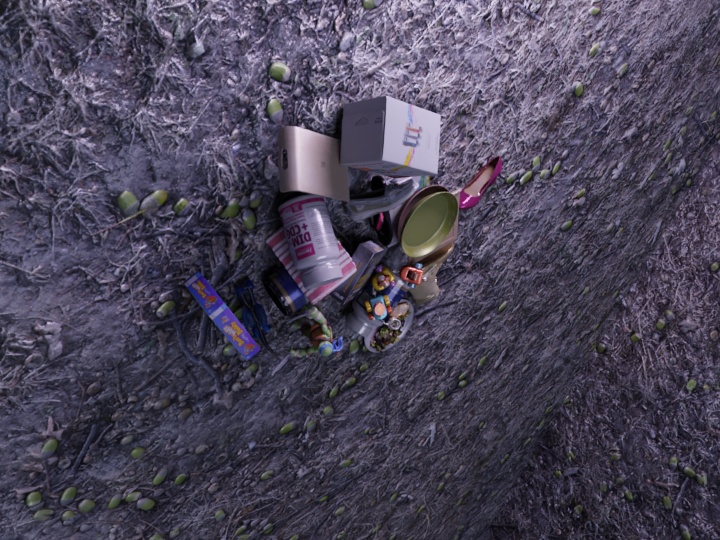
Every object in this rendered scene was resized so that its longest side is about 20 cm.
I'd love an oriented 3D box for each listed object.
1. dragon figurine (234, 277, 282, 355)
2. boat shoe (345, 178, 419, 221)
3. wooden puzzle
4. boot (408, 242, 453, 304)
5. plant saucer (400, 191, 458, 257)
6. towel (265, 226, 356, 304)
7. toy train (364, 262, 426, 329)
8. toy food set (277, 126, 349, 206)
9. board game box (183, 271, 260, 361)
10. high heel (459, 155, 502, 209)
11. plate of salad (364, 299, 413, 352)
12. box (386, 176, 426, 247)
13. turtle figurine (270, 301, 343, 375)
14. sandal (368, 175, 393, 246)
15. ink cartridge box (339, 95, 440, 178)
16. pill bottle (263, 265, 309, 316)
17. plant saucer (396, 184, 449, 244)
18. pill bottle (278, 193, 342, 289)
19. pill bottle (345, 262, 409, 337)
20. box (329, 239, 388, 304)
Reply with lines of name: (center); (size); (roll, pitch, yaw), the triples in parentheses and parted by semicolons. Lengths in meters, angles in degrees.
dragon figurine: (-0.254, 0.118, 1.564); (0.058, 0.202, 0.100); (-22, 160, -5)
boat shoe: (0.050, -0.185, 1.604); (0.065, 0.200, 0.075); (61, 30, -19)
wooden puzzle: (0.200, -0.122, 1.790); (0.183, 0.037, 0.202); (-28, 141, -26)
boot: (0.221, 0.007, 1.983); (0.200, 0.073, 0.156); (-43, 140, -5)
plant saucer: (0.176, -0.126, 1.702); (0.198, 0.031, 0.202); (-29, 142, -25)
towel: (-0.120, -0.038, 1.566); (0.146, 0.201, 0.030); (-37, 179, -13)
toy train: (0.095, 0.064, 1.770); (0.148, 0.056, 0.202); (21, 98, -11)
toy food set: (-0.104, -0.233, 1.465); (0.198, 0.060, 0.146); (6, 78, -44)
board game box: (-0.322, 0.109, 1.507); (0.045, 0.134, 0.201); (-39, 139, -11)
high heel: (0.343, -0.260, 1.888); (0.200, 0.067, 0.097); (-44, 153, -30)
plate of salad: (0.097, 0.181, 2.028); (0.198, 0.048, 0.202); (-26, 136, -28)
box: (0.118, -0.174, 1.772); (0.143, 0.036, 0.202); (-28, 138, -25)
turtle figurine: (-0.150, 0.148, 1.672); (0.197, 0.194, 0.146); (-9, 116, -8)
sandal: (0.044, -0.152, 1.694); (0.045, 0.075, 0.202); (-28, 129, -27)
ink cartridge box: (0.069, -0.305, 1.499); (0.198, 0.144, 0.147); (5, 89, -44)
pill bottle: (-0.137, 0.015, 1.624); (0.199, 0.112, 0.113); (-37, 139, -16)
plant saucer: (0.170, -0.152, 1.786); (0.199, 0.034, 0.202); (-26, 135, -28)
pill bottle: (-0.113, -0.066, 1.498); (0.112, 0.203, 0.113); (-17, 174, -2)
pill bottle: (0.046, 0.089, 1.854); (0.201, 0.111, 0.111); (-53, 141, 5)
box: (0.000, 0.000, 1.716); (0.160, 0.048, 0.200); (-58, 172, 11)
